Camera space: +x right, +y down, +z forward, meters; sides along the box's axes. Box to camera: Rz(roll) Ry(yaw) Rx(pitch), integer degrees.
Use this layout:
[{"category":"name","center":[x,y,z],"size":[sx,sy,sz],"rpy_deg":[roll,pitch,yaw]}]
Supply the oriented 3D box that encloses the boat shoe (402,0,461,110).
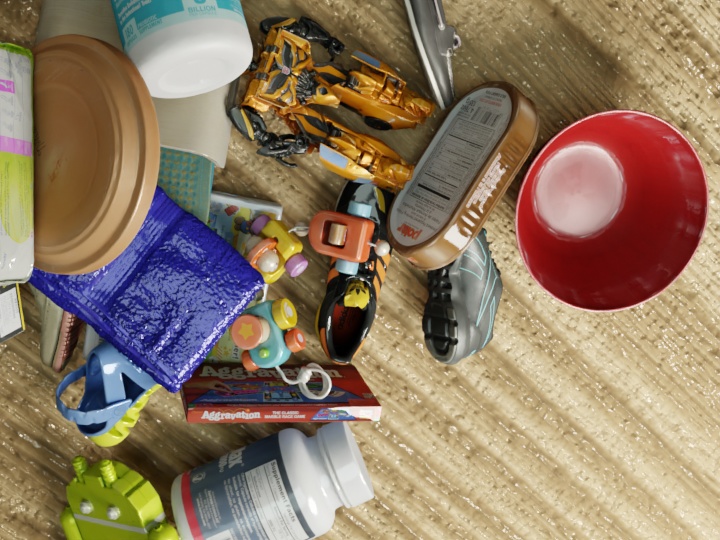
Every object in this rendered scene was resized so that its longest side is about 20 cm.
[{"category":"boat shoe","center":[0.068,-0.259,0.897],"size":[0.056,0.067,0.203],"rpy_deg":[-19,104,4]}]

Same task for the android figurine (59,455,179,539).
[{"category":"android figurine","center":[-0.252,0.286,0.990],"size":[0.180,0.041,0.203],"rpy_deg":[1,115,36]}]

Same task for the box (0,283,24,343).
[{"category":"box","center":[-0.428,-0.017,0.885],"size":[0.196,0.049,0.163],"rpy_deg":[2,109,16]}]

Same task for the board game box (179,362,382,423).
[{"category":"board game box","center":[-0.086,0.125,0.954],"size":[0.196,0.103,0.020],"rpy_deg":[3,107,-19]}]

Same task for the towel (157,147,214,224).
[{"category":"towel","center":[-0.236,-0.126,0.898],"size":[0.196,0.022,0.150],"rpy_deg":[10,79,-7]}]

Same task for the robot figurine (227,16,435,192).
[{"category":"robot figurine","center":[-0.030,-0.162,0.897],"size":[0.197,0.058,0.147],"rpy_deg":[23,77,-21]}]

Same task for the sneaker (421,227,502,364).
[{"category":"sneaker","center":[0.108,-0.005,0.985],"size":[0.078,0.075,0.204],"rpy_deg":[-6,102,-36]}]

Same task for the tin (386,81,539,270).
[{"category":"tin","center":[0.097,-0.096,0.914],"size":[0.042,0.112,0.202],"rpy_deg":[32,90,-31]}]

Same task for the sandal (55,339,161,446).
[{"category":"sandal","center":[-0.232,0.090,0.921],"size":[0.201,0.079,0.087],"rpy_deg":[-55,148,7]}]

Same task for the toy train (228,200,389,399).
[{"category":"toy train","center":[-0.063,0.020,0.905],"size":[0.148,0.055,0.204],"rpy_deg":[20,98,24]}]

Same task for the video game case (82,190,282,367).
[{"category":"video game case","center":[-0.187,0.012,0.970],"size":[0.178,0.023,0.204],"rpy_deg":[10,104,-9]}]

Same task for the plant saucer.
[{"category":"plant saucer","center":[-0.254,-0.099,0.786],"size":[0.197,0.032,0.205],"rpy_deg":[0,89,30]}]

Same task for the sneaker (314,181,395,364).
[{"category":"sneaker","center":[0.000,0.000,0.952],"size":[0.069,0.090,0.204],"rpy_deg":[10,105,-9]}]

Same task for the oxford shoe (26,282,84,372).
[{"category":"oxford shoe","center":[-0.312,0.000,0.932],"size":[0.072,0.071,0.204],"rpy_deg":[6,95,-5]}]

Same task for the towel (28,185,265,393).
[{"category":"towel","center":[-0.205,0.002,0.861],"size":[0.199,0.050,0.148],"rpy_deg":[40,91,-8]}]

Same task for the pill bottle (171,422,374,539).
[{"category":"pill bottle","center":[-0.092,0.240,0.997],"size":[0.197,0.120,0.121],"rpy_deg":[-23,108,0]}]

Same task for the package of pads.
[{"category":"package of pads","center":[-0.345,-0.088,0.774],"size":[0.152,0.068,0.204],"rpy_deg":[0,89,24]}]

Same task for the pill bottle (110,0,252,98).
[{"category":"pill bottle","center":[-0.170,-0.264,0.809],"size":[0.109,0.111,0.204],"rpy_deg":[-17,83,-1]}]

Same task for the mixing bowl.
[{"category":"mixing bowl","center":[0.241,-0.071,0.950],"size":[0.196,0.109,0.204],"rpy_deg":[-2,107,-6]}]

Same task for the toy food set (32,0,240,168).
[{"category":"toy food set","center":[-0.214,-0.186,0.877],"size":[0.196,0.060,0.146],"rpy_deg":[10,79,-6]}]
